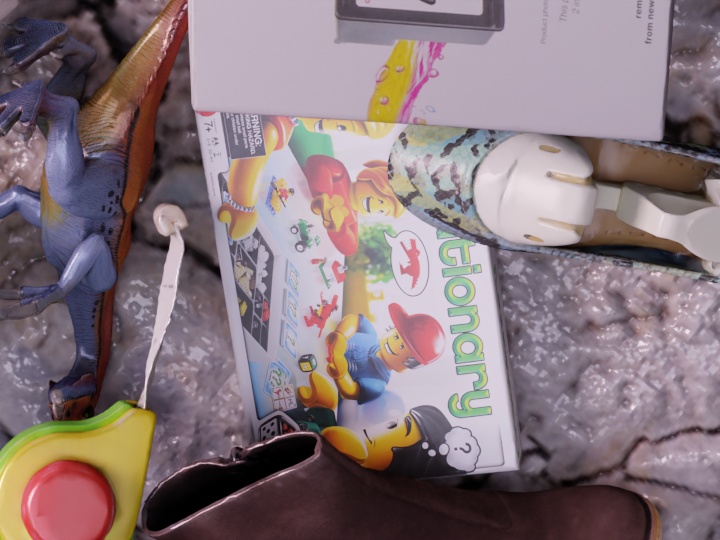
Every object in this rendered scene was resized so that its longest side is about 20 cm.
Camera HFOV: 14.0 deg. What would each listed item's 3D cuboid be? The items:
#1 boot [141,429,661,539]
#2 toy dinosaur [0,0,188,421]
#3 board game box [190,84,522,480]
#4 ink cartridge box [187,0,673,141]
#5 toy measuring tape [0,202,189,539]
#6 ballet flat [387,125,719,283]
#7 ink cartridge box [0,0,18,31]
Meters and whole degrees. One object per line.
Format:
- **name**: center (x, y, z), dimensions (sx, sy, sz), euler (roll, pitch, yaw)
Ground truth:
- **boot**: center (0.021, 0.119, 1.324), dimensions (0.199, 0.073, 0.166), euler (-20, 143, 18)
- **toy dinosaur**: center (-0.120, -0.017, 1.329), dimensions (0.199, 0.105, 0.182), euler (-20, 129, 5)
- **board game box**: center (0.000, 0.000, 1.351), dimensions (0.125, 0.035, 0.201), euler (-7, 105, 8)
- **ink cartridge box**: center (0.036, -0.153, 1.237), dimensions (0.198, 0.147, 0.147), euler (4, 115, 7)
- **toy measuring tape**: center (-0.127, 0.065, 1.309), dimensions (0.073, 0.074, 0.202), euler (11, 91, 4)
- **ballet flat**: center (0.112, -0.033, 1.291), dimensions (0.198, 0.074, 0.075), euler (6, 107, -8)
- **ink cartridge box**: center (-0.261, -0.140, 1.299), dimensions (0.199, 0.116, 0.067), euler (35, 107, -5)
